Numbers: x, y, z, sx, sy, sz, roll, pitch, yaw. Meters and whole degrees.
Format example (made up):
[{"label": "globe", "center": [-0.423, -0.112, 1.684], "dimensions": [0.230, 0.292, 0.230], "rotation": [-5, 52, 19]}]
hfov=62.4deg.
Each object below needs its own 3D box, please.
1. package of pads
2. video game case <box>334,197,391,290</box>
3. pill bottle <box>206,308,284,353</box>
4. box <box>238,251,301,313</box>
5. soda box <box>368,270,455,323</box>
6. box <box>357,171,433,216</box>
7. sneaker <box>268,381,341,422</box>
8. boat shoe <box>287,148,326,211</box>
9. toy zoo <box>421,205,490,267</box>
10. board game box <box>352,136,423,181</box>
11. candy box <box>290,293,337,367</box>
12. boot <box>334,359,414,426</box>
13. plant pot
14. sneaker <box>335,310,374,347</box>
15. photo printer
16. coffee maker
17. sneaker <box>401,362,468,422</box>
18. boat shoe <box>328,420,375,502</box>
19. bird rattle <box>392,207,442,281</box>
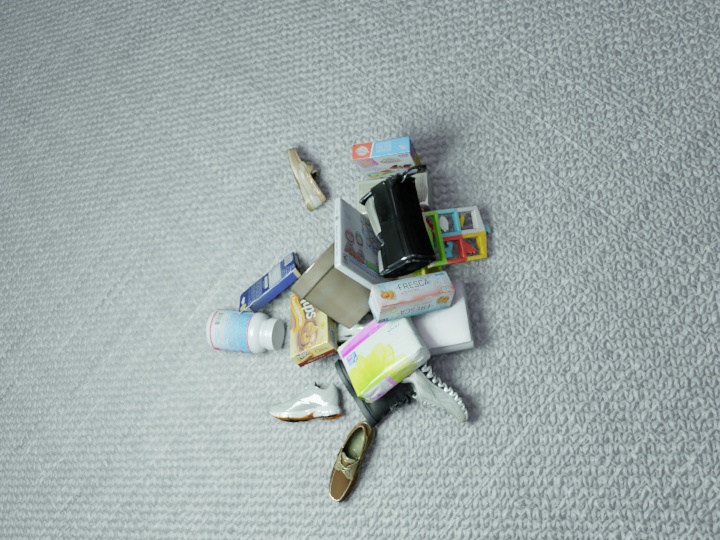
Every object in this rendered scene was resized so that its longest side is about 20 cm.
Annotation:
[{"label": "package of pads", "center": [0.055, 0.197, 1.408], "dimensions": [0.198, 0.068, 0.156], "rotation": [-39, 49, 10]}, {"label": "video game case", "center": [0.008, -0.051, 1.419], "dimensions": [0.023, 0.198, 0.188], "rotation": [-23, 53, 32]}, {"label": "pill bottle", "center": [-0.309, 0.166, 1.606], "dimensions": [0.193, 0.109, 0.113], "rotation": [3, 78, 19]}, {"label": "box", "center": [-0.247, 0.041, 1.617], "dimensions": [0.198, 0.122, 0.033], "rotation": [-37, 114, 6]}, {"label": "soda box", "center": [0.120, 0.061, 1.388], "dimensions": [0.193, 0.070, 0.065], "rotation": [-10, 51, -19]}, {"label": "box", "center": [0.092, -0.191, 1.574], "dimensions": [0.193, 0.078, 0.099], "rotation": [-4, 76, 17]}, {"label": "sneaker", "center": [-0.142, 0.338, 1.537], "dimensions": [0.192, 0.076, 0.095], "rotation": [-6, 68, 9]}, {"label": "boat shoe", "center": [-0.150, -0.264, 1.681], "dimensions": [0.067, 0.074, 0.205], "rotation": [-23, 72, -1]}, {"label": "toy zoo", "center": [0.241, -0.087, 1.470], "dimensions": [0.194, 0.020, 0.136], "rotation": [-8, 84, -24]}, {"label": "board game box", "center": [0.076, -0.273, 1.534], "dimensions": [0.147, 0.200, 0.042], "rotation": [-5, 75, 16]}, {"label": "candy box", "center": [-0.122, 0.134, 1.533], "dimensions": [0.113, 0.056, 0.204], "rotation": [-23, 44, 18]}, {"label": "boot", "center": [0.046, 0.268, 1.485], "dimensions": [0.161, 0.073, 0.201], "rotation": [-38, 75, 8]}, {"label": "plant pot", "center": [-0.045, 0.038, 1.454], "dimensions": [0.200, 0.200, 0.174], "rotation": [-45, 90, 3]}, {"label": "sneaker", "center": [-0.023, 0.141, 1.549], "dimensions": [0.194, 0.076, 0.119], "rotation": [-12, 62, 12]}, {"label": "photo printer", "center": [0.175, 0.125, 1.473], "dimensions": [0.193, 0.069, 0.172], "rotation": [-12, 67, 15]}, {"label": "coffee maker", "center": [0.096, -0.107, 1.390], "dimensions": [0.130, 0.192, 0.206], "rotation": [-9, 72, -24]}, {"label": "sneaker", "center": [0.173, 0.294, 1.413], "dimensions": [0.200, 0.075, 0.081], "rotation": [44, 73, 3]}, {"label": "boat shoe", "center": [-0.030, 0.465, 1.462], "dimensions": [0.074, 0.074, 0.206], "rotation": [20, 84, 21]}, {"label": "bird rattle", "center": [0.121, -0.051, 1.503], "dimensions": [0.158, 0.112, 0.207], "rotation": [-15, 79, 19]}]
